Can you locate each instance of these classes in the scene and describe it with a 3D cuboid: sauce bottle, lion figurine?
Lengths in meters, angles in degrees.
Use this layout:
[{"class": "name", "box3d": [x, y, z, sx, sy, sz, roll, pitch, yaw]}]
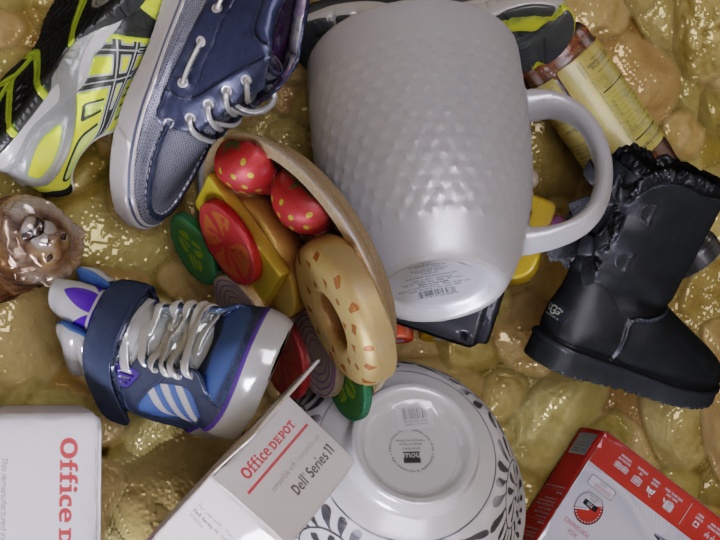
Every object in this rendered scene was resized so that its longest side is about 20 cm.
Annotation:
[{"class": "sauce bottle", "box3d": [0.192, -0.084, 1.517, 0.066, 0.066, 0.201, -37, 102, -14]}, {"class": "lion figurine", "box3d": [-0.280, 0.023, 1.376, 0.122, 0.072, 0.201, 36, 94, -23]}]

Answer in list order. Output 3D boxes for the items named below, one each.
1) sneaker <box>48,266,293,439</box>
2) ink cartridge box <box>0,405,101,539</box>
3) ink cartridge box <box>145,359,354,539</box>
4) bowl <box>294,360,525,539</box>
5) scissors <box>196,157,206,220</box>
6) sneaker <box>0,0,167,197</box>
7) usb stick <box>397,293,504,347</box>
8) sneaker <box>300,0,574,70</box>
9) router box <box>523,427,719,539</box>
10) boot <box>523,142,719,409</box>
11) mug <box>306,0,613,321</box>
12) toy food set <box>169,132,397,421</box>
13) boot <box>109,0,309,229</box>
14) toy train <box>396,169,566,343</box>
[{"class": "sneaker", "box3d": [-0.135, 0.046, 1.345, 0.146, 0.200, 0.081, 27, 71, -9]}, {"class": "ink cartridge box", "box3d": [-0.274, 0.163, 1.360, 0.198, 0.084, 0.148, 1, 91, -18]}, {"class": "ink cartridge box", "box3d": [-0.079, 0.158, 1.322, 0.067, 0.117, 0.200, 43, 123, 0]}, {"class": "bowl", "box3d": [0.028, 0.135, 1.408, 0.199, 0.094, 0.202, 6, 62, -11]}, {"class": "scissors", "box3d": [-0.101, -0.096, 1.451, 0.073, 0.014, 0.202, -16, 94, -16]}, {"class": "sneaker", "box3d": [-0.179, -0.140, 1.408, 0.200, 0.075, 0.076, -52, 126, -10]}, {"class": "usb stick", "box3d": [0.000, 0.000, 1.437, 0.198, 0.033, 0.056, 18, 87, 7]}, {"class": "sneaker", "box3d": [0.048, -0.177, 1.468, 0.198, 0.085, 0.075, -3, 133, -1]}, {"class": "router box", "box3d": [0.197, 0.246, 1.524, 0.199, 0.049, 0.180, 36, 80, -14]}, {"class": "boot", "box3d": [0.213, 0.005, 1.472, 0.197, 0.073, 0.164, 14, 104, -39]}, {"class": "mug", "box3d": [0.068, -0.066, 1.373, 0.198, 0.148, 0.177, -3, 62, -4]}, {"class": "toy food set", "box3d": [-0.047, 0.005, 1.351, 0.048, 0.198, 0.201, -32, 79, -27]}, {"class": "boot", "box3d": [-0.099, -0.116, 1.386, 0.073, 0.090, 0.202, 5, 103, -60]}, {"class": "toy train", "box3d": [0.065, -0.038, 1.487, 0.200, 0.056, 0.150, -43, 76, -3]}]
